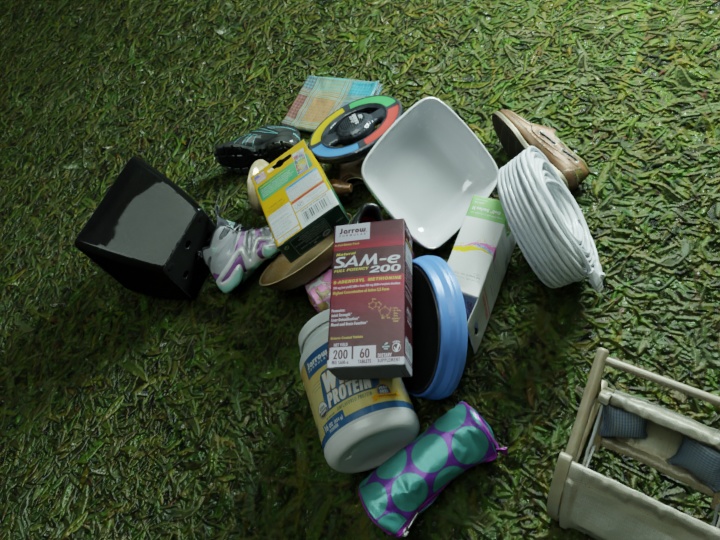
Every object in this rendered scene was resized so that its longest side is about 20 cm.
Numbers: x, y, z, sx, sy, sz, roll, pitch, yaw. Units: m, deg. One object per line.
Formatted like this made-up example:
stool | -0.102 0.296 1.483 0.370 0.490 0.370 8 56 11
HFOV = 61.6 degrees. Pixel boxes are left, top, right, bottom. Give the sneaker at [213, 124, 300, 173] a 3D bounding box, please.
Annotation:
sneaker | -0.215 -0.260 1.277 0.193 0.077 0.081 -3 48 13

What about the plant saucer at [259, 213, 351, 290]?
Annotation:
plant saucer | -0.087 -0.025 1.049 0.197 0.036 0.201 -32 17 11

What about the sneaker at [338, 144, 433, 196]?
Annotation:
sneaker | 0.049 -0.181 1.120 0.194 0.070 0.078 -3 76 28

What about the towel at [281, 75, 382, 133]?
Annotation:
towel | -0.064 -0.351 1.284 0.195 0.022 0.150 15 68 30

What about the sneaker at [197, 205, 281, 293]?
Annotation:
sneaker | -0.215 -0.071 1.117 0.198 0.078 0.141 -39 91 -3

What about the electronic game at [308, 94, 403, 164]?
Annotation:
electronic game | -0.010 -0.270 1.146 0.194 0.042 0.203 -18 39 15

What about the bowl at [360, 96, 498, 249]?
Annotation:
bowl | 0.112 -0.161 1.024 0.200 0.075 0.200 -45 96 -7

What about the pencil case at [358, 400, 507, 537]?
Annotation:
pencil case | 0.095 0.270 0.817 0.198 0.085 0.093 -39 54 -3

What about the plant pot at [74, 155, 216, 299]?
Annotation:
plant pot | -0.378 -0.060 1.158 0.173 0.201 0.203 20 70 20

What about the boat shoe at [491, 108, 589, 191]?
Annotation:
boat shoe | 0.300 -0.207 1.017 0.067 0.072 0.202 -32 63 -3

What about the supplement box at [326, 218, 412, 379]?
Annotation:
supplement box | 0.016 0.038 0.816 0.105 0.061 0.206 -5 65 15

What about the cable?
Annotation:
cable | 0.270 -0.076 0.875 0.068 0.200 0.203 -29 32 31

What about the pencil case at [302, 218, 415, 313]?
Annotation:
pencil case | 0.000 0.000 1.016 0.198 0.083 0.087 -36 54 1

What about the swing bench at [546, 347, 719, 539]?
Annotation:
swing bench | 0.341 0.234 0.703 0.195 0.130 0.204 18 70 30

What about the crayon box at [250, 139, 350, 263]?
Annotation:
crayon box | -0.109 -0.125 1.054 0.124 0.052 0.202 -33 48 6

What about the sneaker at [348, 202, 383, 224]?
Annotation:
sneaker | 0.014 -0.014 0.910 0.074 0.084 0.205 -1 59 -16

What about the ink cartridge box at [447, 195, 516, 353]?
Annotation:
ink cartridge box | 0.173 0.007 0.913 0.066 0.118 0.204 15 68 24

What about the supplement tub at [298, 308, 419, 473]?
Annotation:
supplement tub | -0.009 0.170 0.883 0.142 0.145 0.203 -28 54 6

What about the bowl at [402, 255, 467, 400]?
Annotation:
bowl | 0.088 0.082 0.868 0.038 0.203 0.205 -1 53 -20

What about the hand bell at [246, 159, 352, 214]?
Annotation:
hand bell | -0.106 -0.157 1.147 0.194 0.105 0.107 4 63 21
